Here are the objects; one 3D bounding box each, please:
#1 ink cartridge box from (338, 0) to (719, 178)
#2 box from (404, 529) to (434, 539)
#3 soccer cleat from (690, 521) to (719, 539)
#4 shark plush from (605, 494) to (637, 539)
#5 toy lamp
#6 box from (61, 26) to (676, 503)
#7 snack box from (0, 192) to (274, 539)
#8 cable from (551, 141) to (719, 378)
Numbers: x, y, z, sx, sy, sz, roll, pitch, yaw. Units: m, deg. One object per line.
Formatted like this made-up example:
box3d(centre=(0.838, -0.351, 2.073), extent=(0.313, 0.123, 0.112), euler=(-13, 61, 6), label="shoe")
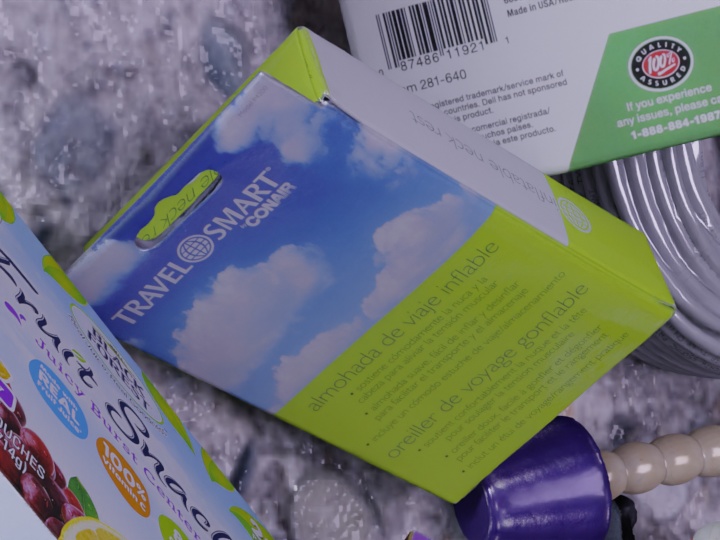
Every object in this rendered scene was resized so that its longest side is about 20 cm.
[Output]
box3d(centre=(0.064, -0.136, 0.813), extent=(0.084, 0.144, 0.201), euler=(-23, 100, -74), label="ink cartridge box")
box3d(centre=(-0.020, 0.193, 0.666), extent=(0.039, 0.137, 0.200), euler=(28, 39, -5), label="box")
box3d(centre=(0.195, 0.166, 0.907), extent=(0.200, 0.077, 0.069), euler=(52, 44, -38), label="soccer cleat")
box3d(centre=(0.078, 0.172, 0.842), extent=(0.083, 0.091, 0.200), euler=(24, 70, -3), label="shark plush")
box3d(centre=(0.132, 0.077, 0.883), extent=(0.199, 0.058, 0.058), euler=(-10, 89, -23), label="toy lamp")
box3d(centre=(0.000, 0.000, 0.765), extent=(0.200, 0.122, 0.048), euler=(29, 30, -34), label="box")
box3d(centre=(-0.099, 0.067, 0.643), extent=(0.068, 0.169, 0.200), euler=(-32, 110, 7), label="snack box")
box3d(centre=(0.156, -0.054, 0.941), extent=(0.200, 0.069, 0.200), euler=(44, 59, -26), label="cable")
